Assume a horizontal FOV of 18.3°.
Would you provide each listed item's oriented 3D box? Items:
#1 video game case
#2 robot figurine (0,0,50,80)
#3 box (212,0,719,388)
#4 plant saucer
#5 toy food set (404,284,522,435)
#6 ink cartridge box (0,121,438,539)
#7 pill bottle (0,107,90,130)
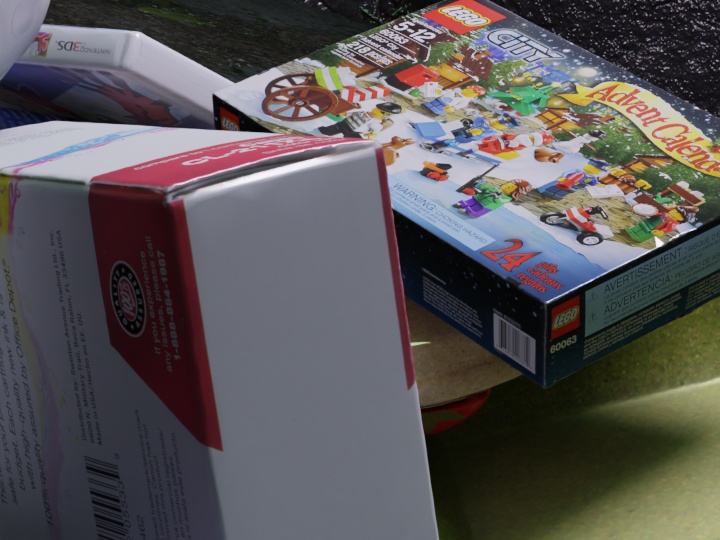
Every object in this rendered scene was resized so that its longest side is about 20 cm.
[{"bbox_3d":[-0.109,-0.076,1.082,0.182,0.023,0.200,9,-11,39],"label":"video game case"},{"bbox_3d":[-0.184,-0.092,0.802,0.169,0.200,0.113,-28,81,-48],"label":"robot figurine"},{"bbox_3d":[0.055,-0.039,0.860,0.136,0.038,0.200,-26,40,-30],"label":"box"},{"bbox_3d":[0.109,0.072,0.820,0.199,0.048,0.200,-12,25,-1],"label":"plant saucer"},{"bbox_3d":[0.000,0.000,0.885,0.197,0.049,0.200,8,35,16],"label":"toy food set"},{"bbox_3d":[-0.074,0.029,0.739,0.083,0.146,0.200,-17,15,-34],"label":"ink cartridge box"},{"bbox_3d":[-0.172,-0.021,1.055,0.199,0.113,0.112,7,14,-32],"label":"pill bottle"}]
